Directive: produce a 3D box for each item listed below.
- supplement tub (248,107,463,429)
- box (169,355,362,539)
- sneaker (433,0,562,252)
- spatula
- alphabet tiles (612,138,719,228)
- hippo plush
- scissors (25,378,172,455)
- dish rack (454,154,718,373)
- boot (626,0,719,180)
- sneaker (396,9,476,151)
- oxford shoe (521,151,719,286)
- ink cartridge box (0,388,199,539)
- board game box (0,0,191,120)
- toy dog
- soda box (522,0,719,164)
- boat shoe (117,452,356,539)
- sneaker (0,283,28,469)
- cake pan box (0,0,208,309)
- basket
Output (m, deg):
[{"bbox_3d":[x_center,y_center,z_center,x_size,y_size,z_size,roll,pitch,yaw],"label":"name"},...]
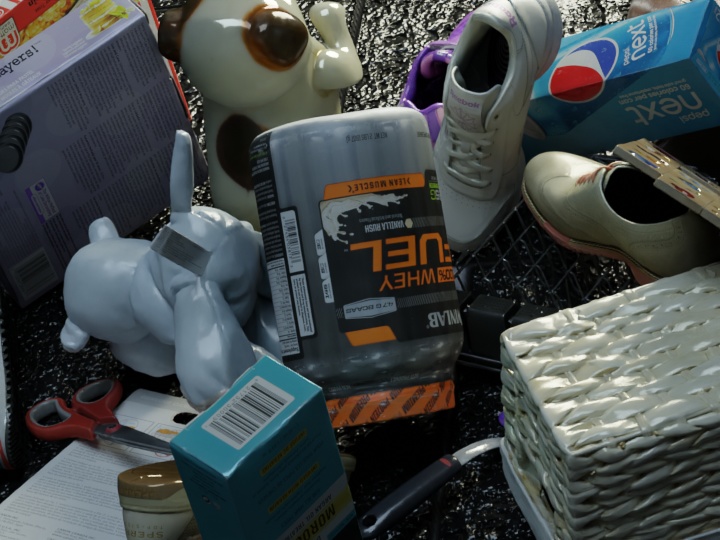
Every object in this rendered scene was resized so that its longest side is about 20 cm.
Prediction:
[{"bbox_3d":[0.000,0.000,1.408,0.122,0.200,0.123,-10,-2,0],"label":"supplement tub"},{"bbox_3d":[-0.048,0.150,1.265,0.049,0.200,0.082,28,58,34],"label":"box"},{"bbox_3d":[0.078,-0.105,1.508,0.075,0.200,0.100,22,23,23],"label":"sneaker"},{"bbox_3d":[0.074,0.120,1.384,0.200,0.021,0.056,-29,39,-27],"label":"spatula"},{"bbox_3d":[0.238,-0.034,1.355,0.167,0.200,0.008,34,102,8],"label":"alphabet tiles"},{"bbox_3d":[-0.133,0.033,1.459,0.161,0.200,0.160,-11,57,34],"label":"hippo plush"},{"bbox_3d":[-0.177,0.111,1.441,0.073,0.014,0.200,-22,19,-15],"label":"scissors"},{"bbox_3d":[0.153,-0.008,1.473,0.153,0.055,0.200,12,45,36],"label":"dish rack"},{"bbox_3d":[0.243,-0.156,1.616,0.186,0.064,0.200,-36,39,-11],"label":"boot"},{"bbox_3d":[0.077,-0.146,1.635,0.080,0.089,0.200,4,44,24],"label":"sneaker"},{"bbox_3d":[0.171,-0.049,1.407,0.071,0.074,0.200,-35,36,-18],"label":"oxford shoe"},{"bbox_3d":[-0.138,0.157,1.420,0.161,0.050,0.200,10,30,28],"label":"ink cartridge box"},{"bbox_3d":[-0.221,-0.156,1.658,0.046,0.200,0.152,23,55,35],"label":"board game box"},{"bbox_3d":[-0.079,-0.128,1.580,0.139,0.200,0.194,13,49,30],"label":"toy dog"},{"bbox_3d":[0.180,-0.132,1.541,0.200,0.068,0.064,-12,43,42],"label":"soda box"},{"bbox_3d":[-0.077,0.147,1.332,0.071,0.065,0.200,3,5,39],"label":"boat shoe"},{"bbox_3d":[-0.294,0.070,1.532,0.093,0.070,0.200,-12,44,-4],"label":"sneaker"},{"bbox_3d":[-0.215,-0.086,1.581,0.184,0.200,0.052,-36,53,-12],"label":"cake pan box"},{"bbox_3d":[0.192,0.090,1.301,0.200,0.124,0.136,-18,41,-7],"label":"basket"}]
